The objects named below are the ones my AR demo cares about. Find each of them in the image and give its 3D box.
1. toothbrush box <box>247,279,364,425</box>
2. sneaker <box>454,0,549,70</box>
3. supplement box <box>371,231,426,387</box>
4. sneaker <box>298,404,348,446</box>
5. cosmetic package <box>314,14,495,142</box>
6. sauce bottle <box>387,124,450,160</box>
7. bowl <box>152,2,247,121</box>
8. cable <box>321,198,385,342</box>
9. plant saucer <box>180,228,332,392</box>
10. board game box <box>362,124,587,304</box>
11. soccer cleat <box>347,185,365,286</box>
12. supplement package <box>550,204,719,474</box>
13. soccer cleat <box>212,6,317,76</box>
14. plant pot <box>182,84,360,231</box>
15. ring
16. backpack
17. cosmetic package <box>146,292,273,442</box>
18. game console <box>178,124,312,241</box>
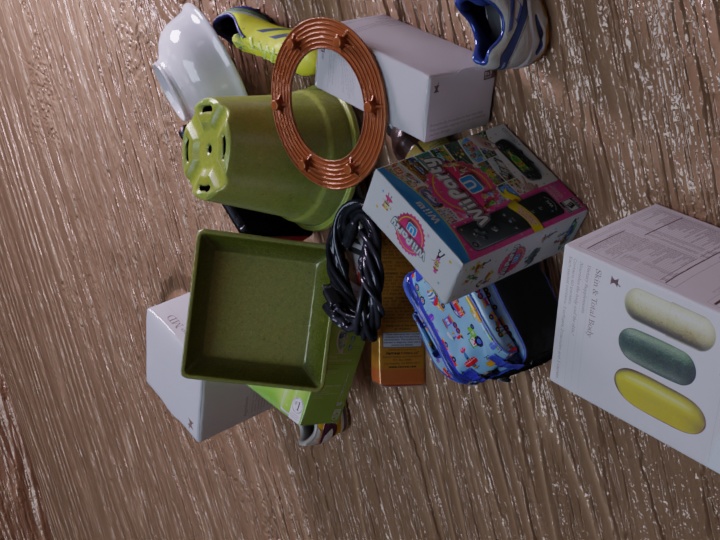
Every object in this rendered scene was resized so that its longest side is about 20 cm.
[{"bbox_3d":[-0.075,0.103,1.478,0.145,0.085,0.203,30,106,40],"label":"toothbrush box"},{"bbox_3d":[0.135,-0.308,1.046,0.075,0.087,0.203,-10,97,56],"label":"sneaker"},{"bbox_3d":[0.048,0.045,1.298,0.067,0.068,0.203,-176,85,-81],"label":"supplement box"},{"bbox_3d":[-0.083,0.173,1.578,0.075,0.089,0.203,-9,100,54],"label":"sneaker"},{"bbox_3d":[0.050,-0.229,1.180,0.199,0.112,0.082,37,133,40],"label":"cosmetic package"},{"bbox_3d":[0.082,-0.139,1.223,0.201,0.064,0.065,53,142,23],"label":"sauce bottle"},{"bbox_3d":[-0.246,-0.284,1.503,0.202,0.090,0.202,54,167,18],"label":"bowl"},{"bbox_3d":[0.000,0.000,1.276,0.200,0.050,0.166,-135,55,-67],"label":"cable"},{"bbox_3d":[-0.137,0.054,1.386,0.048,0.197,0.203,-155,73,-80],"label":"plant saucer"},{"bbox_3d":[0.124,-0.065,1.085,0.148,0.198,0.065,49,142,24],"label":"board game box"},{"bbox_3d":[0.016,-0.036,1.362,0.201,0.068,0.086,59,148,22],"label":"soccer cleat"},{"bbox_3d":[0.306,0.056,0.947,0.199,0.149,0.154,28,128,42],"label":"supplement package"},{"bbox_3d":[-0.130,-0.312,1.400,0.199,0.083,0.065,35,133,38],"label":"soccer cleat"},{"bbox_3d":[-0.130,-0.156,1.349,0.199,0.182,0.204,0,90,53],"label":"plant pot"},{"bbox_3d":[-0.044,-0.194,1.194,0.199,0.019,0.203,18,115,42],"label":"ring"},{"bbox_3d":[0.131,0.050,1.196,0.200,0.133,0.185,-37,77,57],"label":"backpack"},{"bbox_3d":[-0.223,0.137,1.653,0.167,0.198,0.168,39,135,33],"label":"cosmetic package"},{"bbox_3d":[-0.160,-0.126,1.466,0.031,0.176,0.201,-40,72,21],"label":"game console"}]
